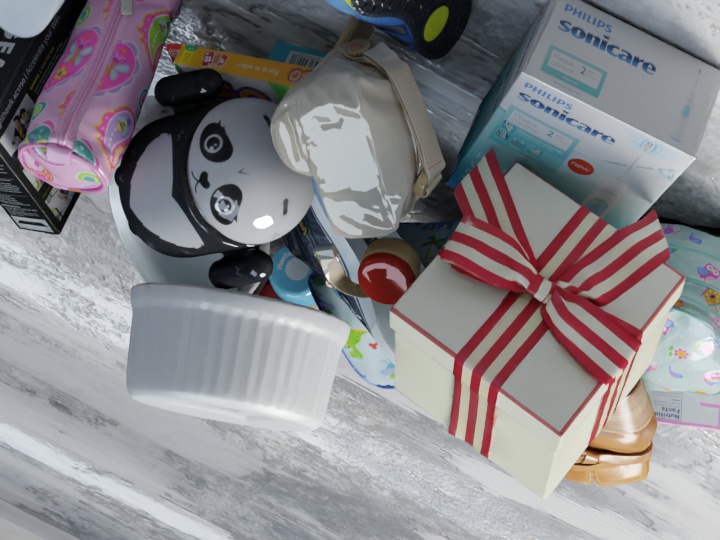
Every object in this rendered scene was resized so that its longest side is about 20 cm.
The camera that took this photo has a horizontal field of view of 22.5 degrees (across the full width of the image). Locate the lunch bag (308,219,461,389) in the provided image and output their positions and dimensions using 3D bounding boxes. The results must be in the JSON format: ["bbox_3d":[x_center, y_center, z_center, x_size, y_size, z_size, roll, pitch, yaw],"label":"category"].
[{"bbox_3d":[0.063,0.034,1.637,0.199,0.083,0.161,-4,128,37],"label":"lunch bag"}]

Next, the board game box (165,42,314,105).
[{"bbox_3d":[-0.069,-0.139,1.511,0.198,0.030,0.096,16,153,24],"label":"board game box"}]

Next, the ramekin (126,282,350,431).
[{"bbox_3d":[-0.113,0.080,1.602,0.198,0.099,0.201,9,170,2],"label":"ramekin"}]

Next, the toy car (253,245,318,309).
[{"bbox_3d":[-0.125,0.035,1.861,0.199,0.178,0.184,29,169,20],"label":"toy car"}]

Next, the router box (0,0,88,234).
[{"bbox_3d":[-0.268,-0.156,1.565,0.051,0.201,0.150,9,150,26],"label":"router box"}]

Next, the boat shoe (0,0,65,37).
[{"bbox_3d":[-0.223,-0.277,1.449,0.074,0.086,0.202,33,124,-8],"label":"boat shoe"}]

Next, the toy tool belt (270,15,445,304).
[{"bbox_3d":[0.014,-0.088,1.393,0.124,0.123,0.201,-5,124,24],"label":"toy tool belt"}]

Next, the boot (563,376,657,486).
[{"bbox_3d":[0.160,0.120,1.572,0.198,0.077,0.156,5,146,17],"label":"boot"}]

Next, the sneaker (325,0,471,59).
[{"bbox_3d":[0.017,-0.211,1.332,0.078,0.066,0.200,33,-172,27],"label":"sneaker"}]

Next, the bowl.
[{"bbox_3d":[-0.149,-0.051,1.744,0.201,0.090,0.202,33,138,36],"label":"bowl"}]

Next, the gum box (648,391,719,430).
[{"bbox_3d":[0.275,0.099,1.663,0.199,0.067,0.113,5,-175,35],"label":"gum box"}]

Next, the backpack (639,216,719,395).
[{"bbox_3d":[0.247,0.029,1.550,0.198,0.127,0.167,6,146,28],"label":"backpack"}]

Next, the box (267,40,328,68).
[{"bbox_3d":[-0.028,-0.117,1.602,0.082,0.049,0.201,15,152,20],"label":"box"}]

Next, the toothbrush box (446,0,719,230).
[{"bbox_3d":[0.170,-0.108,1.404,0.145,0.086,0.200,26,153,-4],"label":"toothbrush box"}]

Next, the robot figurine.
[{"bbox_3d":[-0.125,-0.075,1.505,0.150,0.125,0.199,40,152,-29],"label":"robot figurine"}]

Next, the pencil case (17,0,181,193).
[{"bbox_3d":[-0.215,-0.164,1.508,0.087,0.201,0.088,17,158,7],"label":"pencil case"}]

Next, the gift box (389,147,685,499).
[{"bbox_3d":[0.135,0.031,1.402,0.184,0.201,0.187,31,160,14],"label":"gift box"}]

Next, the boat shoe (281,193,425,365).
[{"bbox_3d":[0.000,0.000,1.553,0.091,0.071,0.201,-20,99,60],"label":"boat shoe"}]
